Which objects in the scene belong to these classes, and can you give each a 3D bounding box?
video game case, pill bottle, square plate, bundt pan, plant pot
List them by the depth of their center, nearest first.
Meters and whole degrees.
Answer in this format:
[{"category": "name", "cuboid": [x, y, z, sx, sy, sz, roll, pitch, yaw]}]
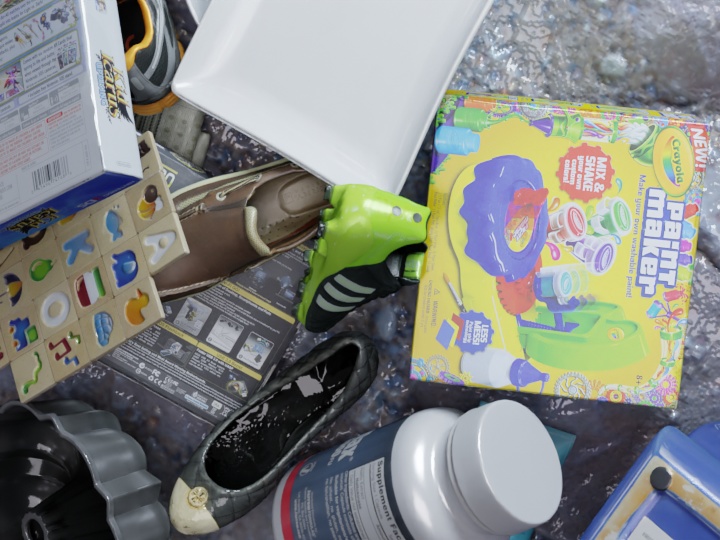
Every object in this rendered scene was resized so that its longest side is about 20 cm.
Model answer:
[{"category": "square plate", "cuboid": [-0.013, -0.171, 1.420, 0.197, 0.028, 0.201, 30, 99, 22]}, {"category": "plant pot", "cuboid": [0.249, 0.231, 1.421, 0.200, 0.179, 0.201, 40, 101, 31]}, {"category": "video game case", "cuboid": [-0.249, -0.119, 1.448, 0.199, 0.045, 0.183, -22, 72, 34]}, {"category": "pill bottle", "cuboid": [0.042, 0.165, 1.458, 0.199, 0.119, 0.120, -26, 94, 38]}, {"category": "bundt pan", "cuboid": [-0.215, 0.186, 1.510, 0.201, 0.075, 0.204, 14, 110, 41]}]

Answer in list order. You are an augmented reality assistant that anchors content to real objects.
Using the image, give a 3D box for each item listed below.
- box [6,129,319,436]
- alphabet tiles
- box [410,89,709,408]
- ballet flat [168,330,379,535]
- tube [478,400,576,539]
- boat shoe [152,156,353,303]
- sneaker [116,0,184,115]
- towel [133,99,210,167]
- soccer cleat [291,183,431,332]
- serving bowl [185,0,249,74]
[{"category": "box", "cuboid": [-0.139, 0.006, 1.507, 0.199, 0.049, 0.162, 29, 98, -14]}, {"category": "alphabet tiles", "cuboid": [-0.212, -0.009, 1.450, 0.199, 0.006, 0.168, -30, 64, 22]}, {"category": "box", "cuboid": [0.141, -0.019, 1.460, 0.191, 0.122, 0.202, 6, 97, 3]}, {"category": "ballet flat", "cuboid": [-0.068, 0.114, 1.484, 0.200, 0.057, 0.066, -45, 73, -2]}, {"category": "tube", "cuboid": [0.095, 0.207, 1.537, 0.077, 0.050, 0.202, 19, 93, -1]}, {"category": "boat shoe", "cuboid": [-0.086, -0.035, 1.445, 0.201, 0.075, 0.075, -29, 103, -5]}, {"category": "sneaker", "cuboid": [-0.181, -0.215, 1.484, 0.078, 0.077, 0.201, -25, 75, 8]}, {"category": "towel", "cuboid": [-0.223, -0.069, 1.544, 0.191, 0.035, 0.202, 18, 100, 6]}, {"category": "soccer cleat", "cuboid": [0.000, 0.000, 1.411, 0.080, 0.200, 0.068, 13, 68, -5]}, {"category": "serving bowl", "cuboid": [-0.032, -0.231, 1.487, 0.198, 0.066, 0.202, 0, 96, 5]}]
